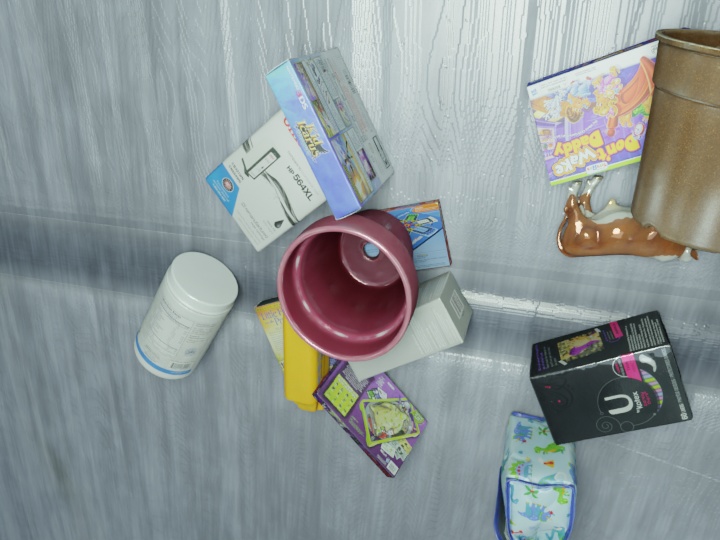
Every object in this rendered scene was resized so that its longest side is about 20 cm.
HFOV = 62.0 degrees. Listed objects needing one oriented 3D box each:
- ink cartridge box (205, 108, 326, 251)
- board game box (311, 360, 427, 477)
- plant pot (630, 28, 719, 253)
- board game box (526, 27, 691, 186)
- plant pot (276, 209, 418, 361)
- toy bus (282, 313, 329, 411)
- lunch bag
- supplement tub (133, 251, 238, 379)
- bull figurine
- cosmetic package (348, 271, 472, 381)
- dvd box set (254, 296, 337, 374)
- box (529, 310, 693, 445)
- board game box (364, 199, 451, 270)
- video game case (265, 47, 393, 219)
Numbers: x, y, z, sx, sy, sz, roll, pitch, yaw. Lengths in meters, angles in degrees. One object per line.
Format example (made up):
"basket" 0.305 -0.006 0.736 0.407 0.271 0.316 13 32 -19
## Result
"ink cartridge box" -0.121 -0.150 0.934 0.198 0.084 0.148 -33 99 28
"board game box" 0.019 0.237 1.024 0.201 0.120 0.032 49 152 -10
"plant pot" 0.395 -0.141 0.653 0.194 0.201 0.204 13 119 13
"board game box" 0.329 -0.207 0.775 0.195 0.045 0.138 -14 107 24
"plant pot" 0.000 0.000 0.880 0.193 0.179 0.206 8 116 16
"toy bus" -0.091 0.153 1.020 0.063 0.079 0.206 9 116 14
"lunch bag" 0.281 0.362 0.962 0.123 0.171 0.206 0 115 18
"supplement tub" -0.315 0.084 1.075 0.131 0.132 0.202 36 118 1
"bull figurine" 0.367 -0.067 0.811 0.193 0.065 0.126 -3 105 14
"cosmetic package" 0.069 0.090 0.958 0.197 0.107 0.092 -27 103 29
"dvd box set" -0.091 0.135 1.074 0.143 0.029 0.205 -15 107 24
"box" 0.363 0.160 0.885 0.195 0.106 0.125 -20 104 26
"board game box" 0.042 -0.046 0.959 0.194 0.020 0.106 -7 111 22
"video game case" -0.034 -0.195 0.828 0.044 0.182 0.204 -21 105 25
